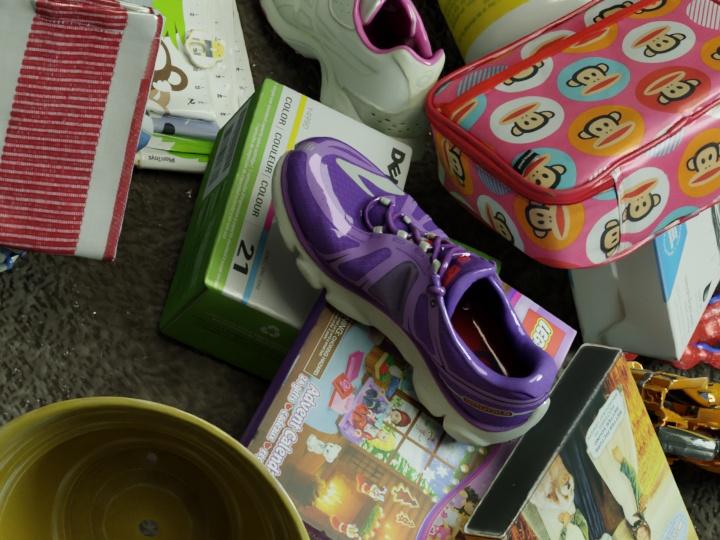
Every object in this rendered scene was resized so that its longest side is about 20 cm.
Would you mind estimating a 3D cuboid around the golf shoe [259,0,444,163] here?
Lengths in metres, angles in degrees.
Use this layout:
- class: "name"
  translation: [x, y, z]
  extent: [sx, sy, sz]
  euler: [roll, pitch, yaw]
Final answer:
- class: "golf shoe"
  translation: [-0.001, -0.157, 1.529]
  extent: [0.075, 0.092, 0.200]
  euler: [-5, 48, -33]

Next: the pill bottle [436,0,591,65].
- class: "pill bottle"
  translation: [0.106, -0.190, 1.615]
  extent: [0.114, 0.114, 0.201]
  euler: [-8, 65, -34]

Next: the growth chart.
- class: "growth chart"
  translation: [-0.123, -0.141, 1.509]
  extent: [0.144, 0.018, 0.201]
  euler: [-2, 65, -32]

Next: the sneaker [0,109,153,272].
- class: "sneaker"
  translation: [-0.199, -0.041, 1.377]
  extent: [0.200, 0.076, 0.077]
  euler: [-25, 82, -29]

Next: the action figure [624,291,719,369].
- class: "action figure"
  translation: [0.239, 0.032, 1.598]
  extent: [0.199, 0.052, 0.066]
  euler: [-12, 63, -30]

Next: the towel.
- class: "towel"
  translation: [-0.213, -0.089, 1.294]
  extent: [0.199, 0.145, 0.023]
  euler: [11, 12, -12]

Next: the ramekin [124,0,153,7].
- class: "ramekin"
  translation: [-0.205, -0.178, 1.400]
  extent: [0.202, 0.094, 0.203]
  euler: [9, 36, -7]

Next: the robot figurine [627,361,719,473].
- class: "robot figurine"
  translation: [0.217, 0.095, 1.495]
  extent: [0.199, 0.145, 0.058]
  euler: [11, 89, -35]

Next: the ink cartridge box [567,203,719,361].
- class: "ink cartridge box"
  translation: [0.198, -0.055, 1.549]
  extent: [0.068, 0.116, 0.200]
  euler: [9, 47, 26]

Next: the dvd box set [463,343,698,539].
- class: "dvd box set"
  translation: [0.133, 0.163, 1.378]
  extent: [0.146, 0.029, 0.200]
  euler: [-53, 133, -34]

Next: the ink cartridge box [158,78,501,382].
- class: "ink cartridge box"
  translation: [0.000, 0.000, 1.448]
  extent: [0.200, 0.076, 0.148]
  euler: [24, 59, -16]

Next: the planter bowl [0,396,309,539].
- class: "planter bowl"
  translation: [-0.115, 0.145, 1.261]
  extent: [0.200, 0.201, 0.083]
  euler: [37, 18, -5]

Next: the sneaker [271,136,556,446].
- class: "sneaker"
  translation: [0.036, -0.002, 1.321]
  extent: [0.200, 0.083, 0.081]
  euler: [47, 57, 8]

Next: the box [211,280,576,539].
- class: "box"
  translation: [0.022, 0.077, 1.354]
  extent: [0.137, 0.039, 0.200]
  euler: [34, 57, -8]

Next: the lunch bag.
- class: "lunch bag"
  translation: [0.144, -0.095, 1.465]
  extent: [0.200, 0.082, 0.176]
  euler: [-29, 40, -19]
